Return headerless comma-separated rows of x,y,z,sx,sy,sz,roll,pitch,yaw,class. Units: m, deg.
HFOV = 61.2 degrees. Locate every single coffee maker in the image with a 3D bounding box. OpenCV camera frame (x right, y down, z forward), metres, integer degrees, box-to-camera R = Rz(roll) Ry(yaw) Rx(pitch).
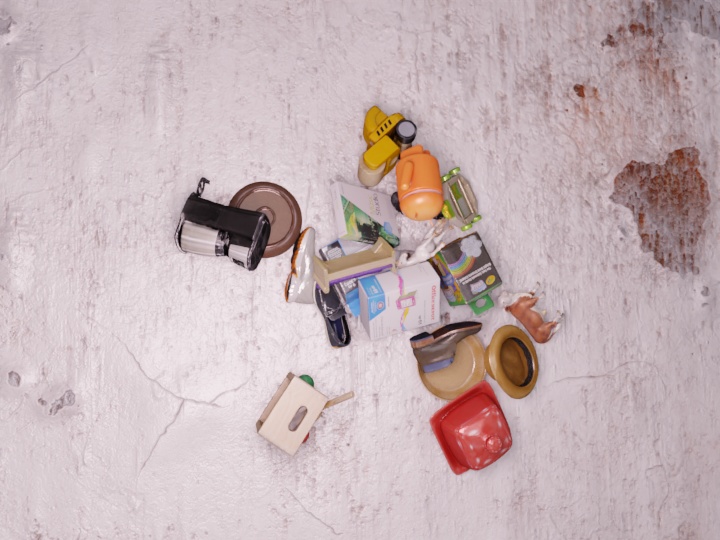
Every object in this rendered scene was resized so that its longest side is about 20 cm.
-0.324,-0.113,1.474,0.197,0.135,0.195,13,94,5,coffee maker

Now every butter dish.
0.310,0.423,1.563,0.199,0.148,0.201,-30,105,-13,butter dish

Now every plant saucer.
-0.247,-0.134,1.572,0.197,0.034,0.203,1,85,-12,plant saucer
0.240,0.247,1.634,0.197,0.035,0.203,1,84,-12,plant saucer

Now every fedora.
0.392,0.246,1.630,0.199,0.081,0.204,9,75,-34,fedora

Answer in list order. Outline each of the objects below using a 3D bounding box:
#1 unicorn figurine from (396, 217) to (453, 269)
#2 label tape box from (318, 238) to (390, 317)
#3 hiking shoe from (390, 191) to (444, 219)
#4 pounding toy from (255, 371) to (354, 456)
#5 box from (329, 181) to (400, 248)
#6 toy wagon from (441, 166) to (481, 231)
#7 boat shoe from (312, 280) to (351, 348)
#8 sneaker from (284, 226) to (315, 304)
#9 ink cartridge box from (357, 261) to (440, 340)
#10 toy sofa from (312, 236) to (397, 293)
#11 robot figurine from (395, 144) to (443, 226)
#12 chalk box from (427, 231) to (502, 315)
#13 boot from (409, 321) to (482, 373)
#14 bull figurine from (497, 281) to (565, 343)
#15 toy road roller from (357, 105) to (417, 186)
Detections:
0.168,-0.062,1.593,0.074,0.137,0.199,54,41,7,unicorn figurine
0.000,0.000,1.594,0.142,0.066,0.202,-29,89,-13,label tape box
0.170,-0.199,1.647,0.198,0.076,0.102,9,74,-25,hiking shoe
-0.138,0.336,1.471,0.141,0.184,0.201,35,79,-7,pounding toy
0.014,-0.139,1.558,0.198,0.036,0.146,7,65,-43,box
0.255,-0.183,1.619,0.200,0.039,0.157,-37,103,-50,toy wagon
-0.068,0.104,1.548,0.074,0.062,0.203,-21,102,-35,boat shoe
-0.133,-0.009,1.571,0.091,0.076,0.203,13,89,-19,sneaker
0.102,0.078,1.565,0.198,0.085,0.146,-15,127,-14,ink cartridge box
-0.014,-0.002,1.487,0.198,0.083,0.099,-15,124,-21,toy sofa
0.148,-0.213,1.536,0.115,0.144,0.203,-4,72,-4,robot figurine
0.283,0.018,1.622,0.124,0.124,0.202,-26,91,-14,chalk box
0.231,0.198,1.591,0.197,0.075,0.098,-15,99,-6,boot
0.469,0.109,1.672,0.121,0.065,0.200,-38,102,20,bull figurine
0.045,-0.338,1.612,0.146,0.123,0.200,43,75,9,toy road roller
